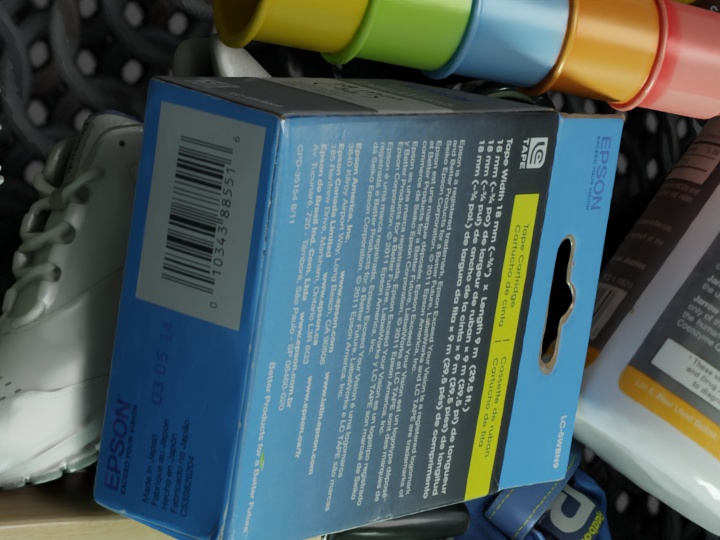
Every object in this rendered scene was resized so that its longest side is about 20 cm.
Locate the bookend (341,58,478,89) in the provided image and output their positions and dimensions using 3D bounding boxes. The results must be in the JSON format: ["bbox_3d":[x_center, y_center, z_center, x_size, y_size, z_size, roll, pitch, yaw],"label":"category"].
[{"bbox_3d":[0.059,-0.170,0.960,0.092,0.199,0.199,-39,111,-39],"label":"bookend"}]

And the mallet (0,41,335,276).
[{"bbox_3d":[-0.083,-0.043,0.925,0.199,0.041,0.066,-20,102,-39],"label":"mallet"}]

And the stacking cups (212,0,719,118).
[{"bbox_3d":[0.050,-0.093,0.894,0.199,0.060,0.061,8,79,-22],"label":"stacking cups"}]

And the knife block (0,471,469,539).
[{"bbox_3d":[-0.056,0.097,0.879,0.176,0.064,0.200,-47,118,-16],"label":"knife block"}]

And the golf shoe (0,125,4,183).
[{"bbox_3d":[-0.169,-0.066,0.831,0.097,0.078,0.201,2,75,-18],"label":"golf shoe"}]

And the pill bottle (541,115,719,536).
[{"bbox_3d":[0.166,-0.002,0.980,0.116,0.116,0.200,40,83,-33],"label":"pill bottle"}]

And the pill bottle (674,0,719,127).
[{"bbox_3d":[0.132,-0.160,1.091,0.200,0.109,0.109,52,53,-26],"label":"pill bottle"}]

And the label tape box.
[{"bbox_3d":[0.004,0.010,0.863,0.200,0.063,0.145,-5,107,-53],"label":"label tape box"}]

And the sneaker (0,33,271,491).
[{"bbox_3d":[-0.091,-0.002,0.867,0.200,0.074,0.087,-50,120,-30],"label":"sneaker"}]

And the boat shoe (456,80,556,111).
[{"bbox_3d":[0.000,0.000,0.946,0.076,0.060,0.200,38,70,5],"label":"boat shoe"}]

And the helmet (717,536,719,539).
[{"bbox_3d":[0.237,0.138,1.037,0.200,0.200,0.191,35,40,-35],"label":"helmet"}]

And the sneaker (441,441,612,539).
[{"bbox_3d":[0.054,0.084,1.007,0.074,0.082,0.200,-46,113,-35],"label":"sneaker"}]

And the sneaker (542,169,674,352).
[{"bbox_3d":[0.150,-0.029,1.077,0.199,0.104,0.060,-15,65,-35],"label":"sneaker"}]
